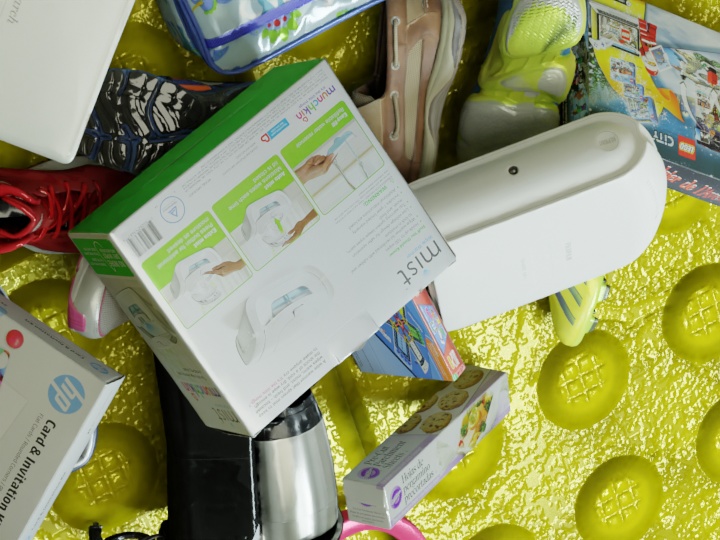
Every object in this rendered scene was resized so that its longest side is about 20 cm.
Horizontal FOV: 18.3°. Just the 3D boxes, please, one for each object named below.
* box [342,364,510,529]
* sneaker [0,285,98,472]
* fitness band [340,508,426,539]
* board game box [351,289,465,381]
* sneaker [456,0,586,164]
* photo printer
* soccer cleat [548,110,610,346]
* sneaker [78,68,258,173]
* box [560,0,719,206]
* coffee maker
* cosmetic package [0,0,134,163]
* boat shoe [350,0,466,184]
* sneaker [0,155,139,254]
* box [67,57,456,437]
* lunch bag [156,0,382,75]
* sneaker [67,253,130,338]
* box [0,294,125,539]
[{"bbox_3d":[0.055,0.136,1.755,0.200,0.041,0.039,-38,127,-48],"label":"box"},{"bbox_3d":[-0.258,0.064,1.595,0.070,0.108,0.200,-39,120,-10],"label":"sneaker"},{"bbox_3d":[-0.025,0.280,1.828,0.144,0.037,0.200,41,88,-33],"label":"fitness band"},{"bbox_3d":[0.000,0.000,1.705,0.019,0.103,0.201,-47,124,-32],"label":"board game box"},{"bbox_3d":[0.128,-0.164,1.727,0.075,0.105,0.200,17,134,-9],"label":"sneaker"},{"bbox_3d":[0.136,-0.039,1.687,0.199,0.070,0.167,-20,154,-3],"label":"photo printer"},{"bbox_3d":[0.165,-0.037,1.806,0.083,0.065,0.201,4,110,-3],"label":"soccer cleat"},{"bbox_3d":[-0.129,-0.106,1.621,0.199,0.078,0.076,5,93,-15],"label":"sneaker"},{"bbox_3d":[0.246,-0.135,1.774,0.199,0.038,0.137,17,62,-29],"label":"box"},{"bbox_3d":[-0.109,0.115,1.671,0.191,0.135,0.201,-12,112,-21],"label":"coffee maker"},{"bbox_3d":[-0.253,-0.187,1.450,0.199,0.165,0.166,20,98,-11],"label":"cosmetic package"},{"bbox_3d":[0.024,-0.119,1.698,0.071,0.076,0.201,9,104,-14],"label":"boat shoe"},{"bbox_3d":[-0.220,-0.034,1.575,0.199,0.115,0.079,-1,107,-26],"label":"sneaker"},{"bbox_3d":[-0.065,-0.016,1.541,0.200,0.097,0.177,-41,108,-19],"label":"box"},{"bbox_3d":[-0.057,-0.243,1.607,0.199,0.082,0.161,-27,120,-15],"label":"lunch bag"},{"bbox_3d":[-0.127,-0.009,1.603,0.200,0.088,0.082,-38,149,-36],"label":"sneaker"},{"bbox_3d":[-0.286,0.086,1.549,0.199,0.041,0.156,33,104,7],"label":"box"}]
